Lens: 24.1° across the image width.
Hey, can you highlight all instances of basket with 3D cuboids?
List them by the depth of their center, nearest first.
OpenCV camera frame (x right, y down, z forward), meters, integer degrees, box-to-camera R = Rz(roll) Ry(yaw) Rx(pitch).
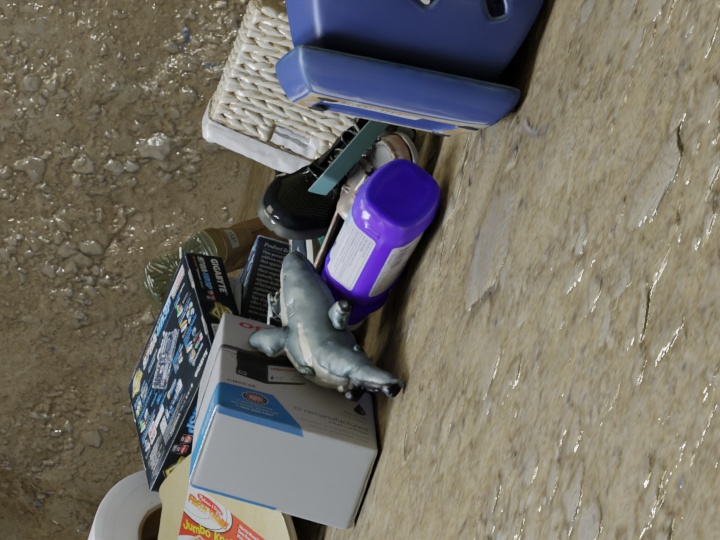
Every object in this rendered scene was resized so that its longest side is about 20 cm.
[{"bbox_3d":[-0.061,-0.197,1.890,0.200,0.197,0.162,-113,44,-78],"label":"basket"}]

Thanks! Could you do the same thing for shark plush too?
[{"bbox_3d":[-0.030,0.056,1.441,0.200,0.090,0.084,-129,52,-63],"label":"shark plush"}]

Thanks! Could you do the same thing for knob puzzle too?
[{"bbox_3d":[-0.117,0.252,1.597,0.219,0.030,0.221,12,108,41],"label":"knob puzzle"}]

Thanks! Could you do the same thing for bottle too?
[{"bbox_3d":[0.009,-0.015,1.491,0.084,0.065,0.200,-48,-8,-34],"label":"bottle"}]

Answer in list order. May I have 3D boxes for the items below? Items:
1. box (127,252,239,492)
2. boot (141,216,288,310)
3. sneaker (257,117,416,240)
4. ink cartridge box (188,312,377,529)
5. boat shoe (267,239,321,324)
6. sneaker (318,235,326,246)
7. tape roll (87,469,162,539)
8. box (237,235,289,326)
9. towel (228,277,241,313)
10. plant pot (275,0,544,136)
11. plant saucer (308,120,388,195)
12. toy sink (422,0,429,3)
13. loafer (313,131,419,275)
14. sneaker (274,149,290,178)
[{"bbox_3d":[-0.182,0.108,1.754,0.201,0.046,0.159,-64,30,31],"label":"box"},{"bbox_3d":[-0.140,-0.018,2.014,0.175,0.199,0.066,-28,83,45],"label":"boot"},{"bbox_3d":[-0.017,-0.101,1.616,0.199,0.076,0.114,-27,-25,-46],"label":"sneaker"},{"bbox_3d":[-0.067,0.127,1.482,0.200,0.144,0.084,-97,24,-68],"label":"ink cartridge box"},{"bbox_3d":[-0.060,0.047,1.667,0.075,0.061,0.201,30,-128,-74],"label":"boat shoe"},{"bbox_3d":[-0.043,0.025,1.741,0.078,0.079,0.201,142,143,-78],"label":"sneaker"},{"bbox_3d":[-0.196,0.326,1.768,0.203,0.201,0.140,-84,12,-48],"label":"tape roll"},{"bbox_3d":[-0.100,0.088,1.902,0.149,0.106,0.201,121,163,-61],"label":"box"},{"bbox_3d":[-0.168,0.118,1.848,0.147,0.024,0.201,-96,23,-69],"label":"towel"},{"bbox_3d":[0.034,-0.205,1.296,0.200,0.199,0.181,-160,80,-81],"label":"plant pot"},{"bbox_3d":[0.026,-0.147,1.553,0.200,0.019,0.070,-51,4,-14],"label":"plant saucer"},{"bbox_3d":[0.025,-0.263,1.696,0.200,0.111,0.131,130,156,-51],"label":"toy sink"},{"bbox_3d":[0.002,-0.042,1.566,0.072,0.063,0.201,56,146,31],"label":"loafer"},{"bbox_3d":[-0.057,-0.176,2.167,0.076,0.087,0.201,-87,15,-57],"label":"sneaker"}]
